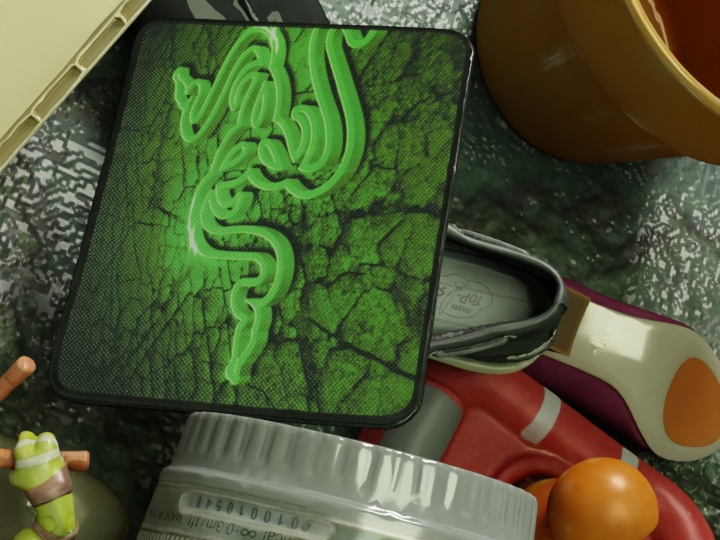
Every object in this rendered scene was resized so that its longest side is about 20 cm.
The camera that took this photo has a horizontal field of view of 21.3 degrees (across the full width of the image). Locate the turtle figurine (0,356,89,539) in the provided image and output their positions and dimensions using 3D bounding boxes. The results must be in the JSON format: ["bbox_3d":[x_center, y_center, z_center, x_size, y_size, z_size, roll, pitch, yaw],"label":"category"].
[{"bbox_3d":[-0.125,0.139,0.791,0.160,0.064,0.202,15,105,-38],"label":"turtle figurine"}]

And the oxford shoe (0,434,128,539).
[{"bbox_3d":[-0.185,0.093,0.802,0.198,0.074,0.072,14,72,-24],"label":"oxford shoe"}]

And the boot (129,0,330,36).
[{"bbox_3d":[-0.072,-0.071,0.903,0.164,0.066,0.201,-29,93,-30],"label":"boot"}]

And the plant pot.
[{"bbox_3d":[0.155,-0.137,0.967,0.198,0.183,0.202,7,75,-26],"label":"plant pot"}]

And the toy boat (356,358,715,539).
[{"bbox_3d":[0.095,0.121,0.907,0.199,0.130,0.131,36,65,-15],"label":"toy boat"}]

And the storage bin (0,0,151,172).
[{"bbox_3d":[-0.218,-0.117,0.803,0.200,0.094,0.199,43,79,-13],"label":"storage bin"}]

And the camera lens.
[{"bbox_3d":[-0.022,0.170,0.736,0.159,0.160,0.202,17,80,-22],"label":"camera lens"}]

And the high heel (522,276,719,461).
[{"bbox_3d":[0.112,0.043,0.992,0.199,0.096,0.068,24,86,-40],"label":"high heel"}]

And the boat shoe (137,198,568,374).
[{"bbox_3d":[0.000,0.002,0.841,0.197,0.066,0.075,16,73,-12],"label":"boat shoe"}]

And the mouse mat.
[{"bbox_3d":[-0.040,-0.027,0.820,0.159,0.008,0.202,3,59,11],"label":"mouse mat"}]
